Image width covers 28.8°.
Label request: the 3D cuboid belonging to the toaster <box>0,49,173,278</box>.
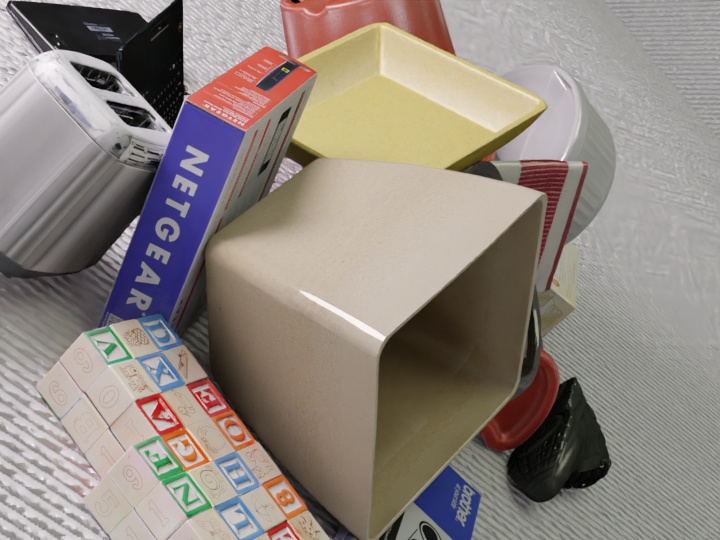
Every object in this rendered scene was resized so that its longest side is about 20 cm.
[{"bbox_3d":[-0.208,-0.074,0.966,0.114,0.129,0.200,46,9,7],"label":"toaster"}]

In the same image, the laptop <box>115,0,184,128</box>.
[{"bbox_3d":[-0.136,-0.116,1.220,0.103,0.201,0.177,6,25,7],"label":"laptop"}]

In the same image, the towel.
[{"bbox_3d":[0.097,-0.036,1.246,0.199,0.145,0.023,-3,37,-24],"label":"towel"}]

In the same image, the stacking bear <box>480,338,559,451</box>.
[{"bbox_3d":[0.109,0.055,1.352,0.121,0.114,0.200,29,24,-32],"label":"stacking bear"}]

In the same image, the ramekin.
[{"bbox_3d":[0.171,-0.103,1.435,0.094,0.202,0.203,35,26,-33],"label":"ramekin"}]

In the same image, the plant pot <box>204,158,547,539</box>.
[{"bbox_3d":[-0.001,0.032,1.007,0.177,0.200,0.200,28,47,26],"label":"plant pot"}]

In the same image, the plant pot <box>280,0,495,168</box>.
[{"bbox_3d":[0.015,-0.184,1.361,0.201,0.200,0.196,-72,151,-63],"label":"plant pot"}]

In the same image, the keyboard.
[{"bbox_3d":[-0.232,-0.203,1.311,0.127,0.021,0.200,46,24,15],"label":"keyboard"}]

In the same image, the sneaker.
[{"bbox_3d":[0.202,0.176,1.351,0.091,0.076,0.200,52,27,-4],"label":"sneaker"}]

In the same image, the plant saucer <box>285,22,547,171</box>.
[{"bbox_3d":[0.020,-0.122,1.169,0.200,0.049,0.200,31,46,33],"label":"plant saucer"}]

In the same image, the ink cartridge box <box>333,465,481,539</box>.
[{"bbox_3d":[0.034,0.202,1.065,0.094,0.044,0.200,43,23,-7],"label":"ink cartridge box"}]

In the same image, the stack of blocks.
[{"bbox_3d":[-0.122,0.130,0.913,0.200,0.059,0.115,51,25,13],"label":"stack of blocks"}]

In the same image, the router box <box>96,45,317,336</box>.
[{"bbox_3d":[-0.111,-0.052,1.038,0.049,0.201,0.180,27,24,4],"label":"router box"}]

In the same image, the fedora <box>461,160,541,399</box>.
[{"bbox_3d":[0.082,0.015,1.184,0.201,0.090,0.177,68,27,-23],"label":"fedora"}]

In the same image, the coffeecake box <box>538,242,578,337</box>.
[{"bbox_3d":[0.151,-0.034,1.588,0.200,0.073,0.154,41,26,-11],"label":"coffeecake box"}]
